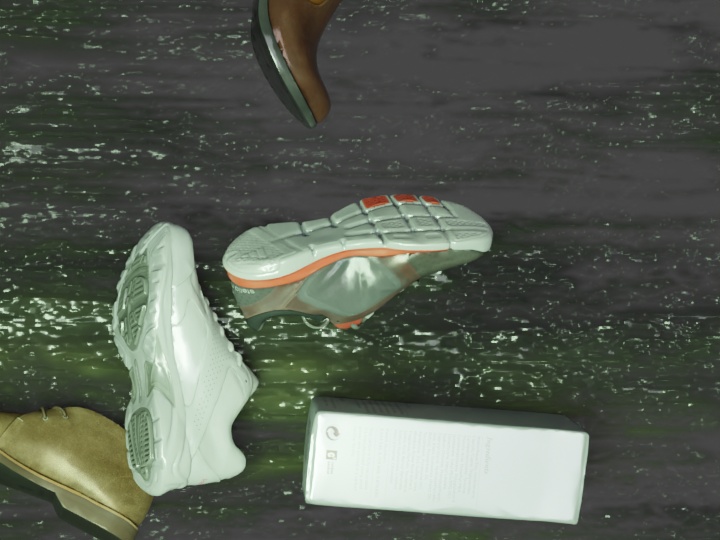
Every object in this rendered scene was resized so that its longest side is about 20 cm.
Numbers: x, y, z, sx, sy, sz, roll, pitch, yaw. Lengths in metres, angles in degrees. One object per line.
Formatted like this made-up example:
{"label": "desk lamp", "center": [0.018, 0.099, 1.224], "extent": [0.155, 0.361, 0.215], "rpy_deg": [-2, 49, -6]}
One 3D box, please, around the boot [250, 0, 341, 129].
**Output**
{"label": "boot", "center": [0.008, -0.220, 1.549], "extent": [0.200, 0.068, 0.189], "rpy_deg": [-20, 87, -10]}

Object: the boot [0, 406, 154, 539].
{"label": "boot", "center": [-0.241, 0.125, 1.544], "extent": [0.200, 0.074, 0.076], "rpy_deg": [30, 72, -9]}

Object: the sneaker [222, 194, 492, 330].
{"label": "sneaker", "center": [0.000, 0.000, 1.556], "extent": [0.200, 0.077, 0.082], "rpy_deg": [-8, 121, -3]}

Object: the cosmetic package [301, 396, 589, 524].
{"label": "cosmetic package", "center": [0.060, 0.138, 1.542], "extent": [0.200, 0.102, 0.074], "rpy_deg": [6, 93, -3]}

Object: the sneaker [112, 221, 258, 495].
{"label": "sneaker", "center": [-0.124, 0.064, 1.547], "extent": [0.099, 0.078, 0.200], "rpy_deg": [1, 83, -32]}
